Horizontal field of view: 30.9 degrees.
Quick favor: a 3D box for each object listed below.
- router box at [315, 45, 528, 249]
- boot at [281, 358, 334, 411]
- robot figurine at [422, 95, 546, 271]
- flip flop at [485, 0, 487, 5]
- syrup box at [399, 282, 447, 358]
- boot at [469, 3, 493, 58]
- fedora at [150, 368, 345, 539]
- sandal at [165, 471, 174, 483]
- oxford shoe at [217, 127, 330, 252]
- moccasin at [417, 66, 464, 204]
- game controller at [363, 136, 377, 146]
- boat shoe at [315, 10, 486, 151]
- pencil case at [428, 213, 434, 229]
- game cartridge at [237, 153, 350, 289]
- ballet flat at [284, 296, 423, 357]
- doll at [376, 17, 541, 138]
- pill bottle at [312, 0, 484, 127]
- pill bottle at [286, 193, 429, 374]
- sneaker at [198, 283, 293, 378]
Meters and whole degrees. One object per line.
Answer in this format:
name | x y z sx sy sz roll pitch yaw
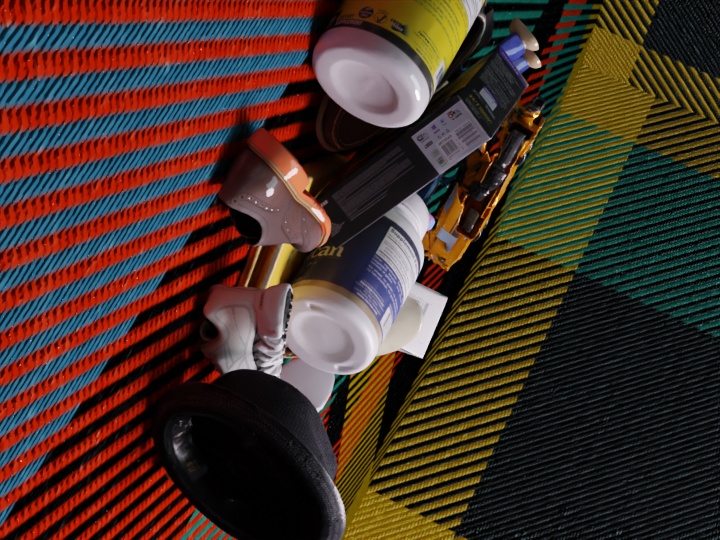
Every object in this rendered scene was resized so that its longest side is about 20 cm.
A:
router box | 0.056 -0.119 1.249 0.199 0.052 0.157 -35 -170 31
boot | -0.105 0.195 1.576 0.200 0.073 0.096 -49 169 -34
robot figurine | 0.133 -0.102 1.401 0.201 0.058 0.145 -63 176 35
flip flop | 0.081 -0.263 1.456 0.058 0.080 0.201 50 60 -42
syrup box | 0.024 0.046 1.602 0.082 0.078 0.200 -67 -161 -4
boot | 0.056 -0.275 1.328 0.199 0.068 0.190 -37 140 -38
fedora | -0.085 0.157 1.156 0.092 0.199 0.202 -54 165 -43
sandal | -0.137 0.164 1.297 0.200 0.079 0.088 -60 170 -78
oxford shoe | -0.078 -0.053 1.118 0.073 0.071 0.200 -45 158 -7
moccasin | 0.084 -0.137 1.475 0.202 0.080 0.068 -64 156 -10
game controller | 0.039 -0.146 1.576 0.105 0.042 0.200 -67 170 6
boat shoe | 0.039 -0.188 1.254 0.202 0.060 0.072 -46 128 -12
pencil case | 0.027 0.000 1.751 0.202 0.088 0.088 -65 170 -1
game cartridge | -0.070 -0.027 1.318 0.200 0.032 0.178 -39 151 -75
ballet flat | -0.022 0.066 1.429 0.069 0.198 0.071 14 71 -46
doll | 0.101 -0.177 1.381 0.199 0.049 0.137 -37 157 -4
pill bottle | 0.046 -0.238 1.173 0.201 0.111 0.113 -61 170 -25
pill bottle | 0.000 0.000 1.346 0.112 0.110 0.201 104 12 -48
sneaker | -0.108 0.074 1.202 0.201 0.080 0.076 100 -3 -52
